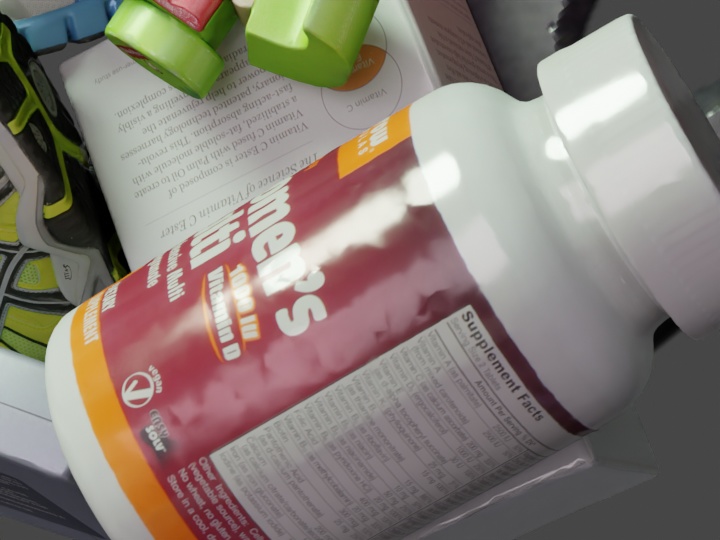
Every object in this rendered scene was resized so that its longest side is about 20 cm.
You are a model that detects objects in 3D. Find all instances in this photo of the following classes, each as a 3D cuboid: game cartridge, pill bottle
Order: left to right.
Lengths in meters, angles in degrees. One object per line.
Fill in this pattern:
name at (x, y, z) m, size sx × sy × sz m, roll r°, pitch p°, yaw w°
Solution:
game cartridge at (-0.150, 0.046, 0.855) m, size 0.199 × 0.133 × 0.042 m, roll 15°, pitch 69°, yaw 27°
pill bottle at (0.016, 0.014, 0.746) m, size 0.200 × 0.110 × 0.110 m, roll -31°, pitch 75°, yaw 13°

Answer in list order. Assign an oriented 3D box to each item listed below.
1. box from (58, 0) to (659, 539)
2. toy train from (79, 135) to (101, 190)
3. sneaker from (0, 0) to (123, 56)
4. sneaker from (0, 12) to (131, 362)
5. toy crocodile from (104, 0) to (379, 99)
box at (0.000, 0.000, 0.864) m, size 0.124 × 0.097 × 0.201 m, roll -25°, pitch 76°, yaw 16°
toy train at (-0.147, 0.038, 0.949) m, size 0.046 × 0.034 × 0.201 m, roll 33°, pitch 96°, yaw 23°
sneaker at (-0.076, -0.137, 0.879) m, size 0.199 × 0.075 × 0.087 m, roll -23°, pitch 117°, yaw -12°
sneaker at (-0.124, -0.015, 0.848) m, size 0.076 × 0.200 × 0.076 m, roll -20°, pitch 42°, yaw 5°
toy crocodile at (-0.082, -0.117, 0.813) m, size 0.200 × 0.062 × 0.068 m, roll 34°, pitch 85°, yaw 10°
